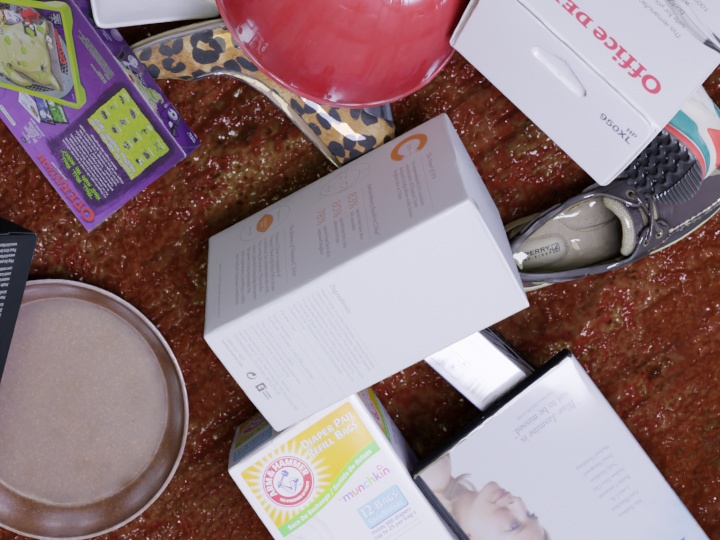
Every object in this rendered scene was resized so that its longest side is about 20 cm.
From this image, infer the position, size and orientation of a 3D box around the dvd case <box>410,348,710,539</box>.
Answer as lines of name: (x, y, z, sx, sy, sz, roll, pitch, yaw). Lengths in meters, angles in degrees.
dvd case: (0.148, 0.175, 0.864, 0.142, 0.018, 0.201, -38, 101, 5)

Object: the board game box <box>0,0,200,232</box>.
board game box: (-0.214, -0.137, 0.860, 0.119, 0.032, 0.201, -30, 101, 30)

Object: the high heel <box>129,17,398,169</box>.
high heel: (-0.072, -0.110, 0.875, 0.196, 0.071, 0.145, -9, 102, -3)

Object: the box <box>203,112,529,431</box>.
box: (0.000, 0.000, 0.845, 0.198, 0.125, 0.098, -27, 122, 12)

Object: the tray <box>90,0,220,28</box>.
tray: (-0.158, -0.272, 0.842, 0.106, 0.022, 0.204, -15, 101, -39)

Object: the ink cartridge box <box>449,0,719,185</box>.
ink cartridge box: (0.176, -0.179, 0.802, 0.144, 0.084, 0.200, 42, 64, 5)

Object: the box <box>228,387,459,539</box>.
box: (0.000, 0.181, 0.914, 0.112, 0.101, 0.202, -32, 100, 4)

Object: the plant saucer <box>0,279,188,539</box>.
plant saucer: (-0.227, 0.104, 0.928, 0.196, 0.035, 0.204, 0, 100, -1)

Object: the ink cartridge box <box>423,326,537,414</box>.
ink cartridge box: (0.122, 0.097, 0.907, 0.200, 0.094, 0.044, 42, 97, -8)

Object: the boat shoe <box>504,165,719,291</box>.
boat shoe: (0.191, -0.034, 0.898, 0.198, 0.065, 0.074, -26, 97, 1)

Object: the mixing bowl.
mixing bowl: (0.005, -0.219, 0.804, 0.197, 0.108, 0.204, 2, 83, -18)

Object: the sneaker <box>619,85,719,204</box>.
sneaker: (0.189, -0.142, 0.882, 0.093, 0.071, 0.200, -34, 75, -36)

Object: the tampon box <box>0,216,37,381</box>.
tampon box: (-0.338, 0.046, 0.842, 0.148, 0.126, 0.203, 21, 101, 21)
